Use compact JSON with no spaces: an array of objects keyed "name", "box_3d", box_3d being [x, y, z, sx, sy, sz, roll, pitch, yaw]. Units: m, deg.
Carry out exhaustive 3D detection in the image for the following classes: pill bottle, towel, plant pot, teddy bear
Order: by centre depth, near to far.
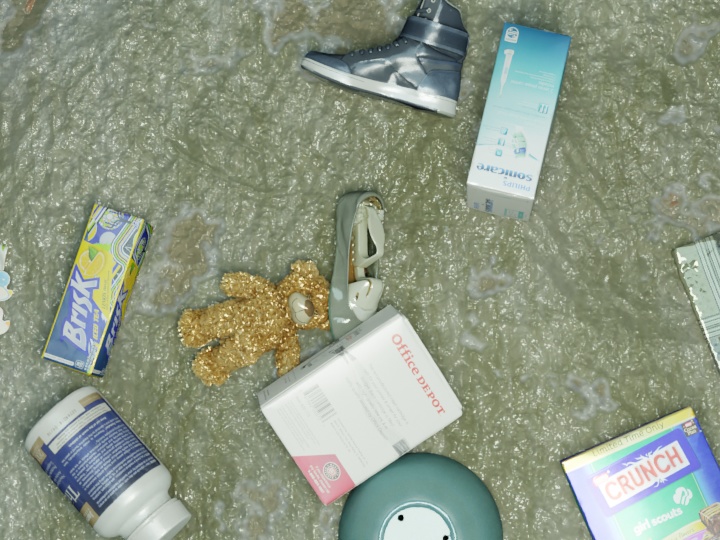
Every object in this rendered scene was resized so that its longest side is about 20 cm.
[{"name":"plant pot","box_3d":[0.068,0.310,1.632,0.198,0.135,0.202,-1,81,4]},{"name":"pill bottle","box_3d":[-0.297,0.245,1.678,0.111,0.111,0.200,-43,81,-3]},{"name":"towel","box_3d":[0.495,0.032,1.699,0.191,0.035,0.201,-20,83,4]},{"name":"teddy bear","box_3d":[-0.125,0.065,1.715,0.198,0.067,0.146,-6,84,4]}]

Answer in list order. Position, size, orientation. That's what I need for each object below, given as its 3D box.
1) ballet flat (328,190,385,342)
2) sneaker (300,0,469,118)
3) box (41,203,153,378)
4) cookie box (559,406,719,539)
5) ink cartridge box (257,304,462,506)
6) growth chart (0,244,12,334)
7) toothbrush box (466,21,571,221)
[{"name":"ballet flat","box_3d":[0.000,0.000,1.710,0.063,0.067,0.202,-9,76,44]},{"name":"sneaker","box_3d":[0.036,-0.283,1.741,0.201,0.077,0.147,13,94,-4]},{"name":"box","box_3d":[-0.322,0.026,1.736,0.070,0.064,0.202,17,84,6]},{"name":"cookie box","box_3d":[0.348,0.283,1.646,0.170,0.075,0.201,-24,80,1]},{"name":"ink cartridge box","box_3d":[-0.001,0.157,1.666,0.199,0.083,0.147,-33,101,-2]},{"name":"growth chart","box_3d":[-0.508,0.006,1.775,0.143,0.018,0.202,0,83,3]},{"name":"toothbrush box","box_3d":[0.187,-0.174,1.688,0.085,0.146,0.202,14,82,6]}]
